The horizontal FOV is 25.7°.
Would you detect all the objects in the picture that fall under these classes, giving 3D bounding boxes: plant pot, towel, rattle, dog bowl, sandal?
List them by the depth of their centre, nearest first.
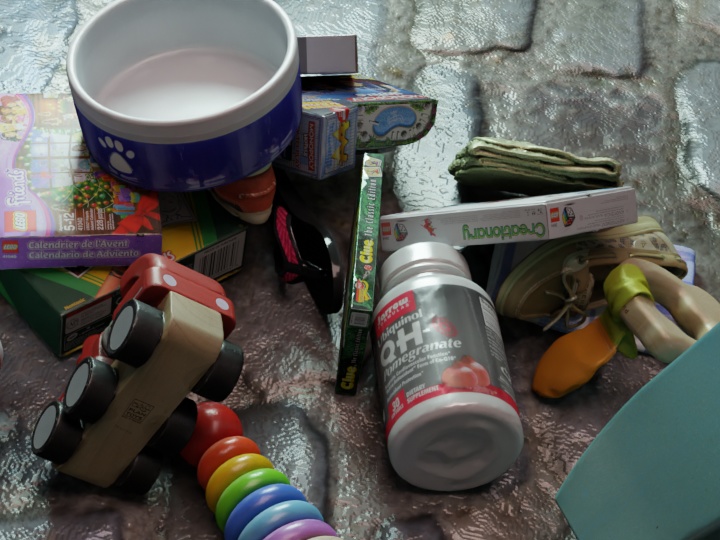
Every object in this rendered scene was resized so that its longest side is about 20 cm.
[{"bbox_3d":[0.262,0.164,1.205,0.200,0.141,0.142,-37,50,10],"label":"plant pot"},{"bbox_3d":[-0.150,-0.162,1.369,0.199,0.079,0.201,-3,45,3],"label":"dog bowl"},{"bbox_3d":[0.272,0.075,1.406,0.130,0.143,0.199,37,18,35],"label":"rattle"},{"bbox_3d":[-0.065,-0.027,1.425,0.045,0.075,0.200,-9,40,-23],"label":"sandal"},{"bbox_3d":[0.162,-0.095,1.481,0.147,0.200,0.037,11,87,-2],"label":"towel"},{"bbox_3d":[0.217,0.007,1.484,0.199,0.024,0.147,15,45,3],"label":"towel"}]

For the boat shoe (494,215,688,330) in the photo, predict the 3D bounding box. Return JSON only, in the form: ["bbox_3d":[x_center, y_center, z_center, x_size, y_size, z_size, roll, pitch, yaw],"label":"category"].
[{"bbox_3d":[0.209,0.005,1.419,0.199,0.074,0.063,-21,55,-28],"label":"boat shoe"}]

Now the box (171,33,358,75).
[{"bbox_3d":[-0.105,-0.209,1.545,0.199,0.041,0.156,-3,8,-2],"label":"box"}]

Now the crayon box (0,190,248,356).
[{"bbox_3d":[-0.231,-0.033,1.400,0.199,0.058,0.172,-27,56,-34],"label":"crayon box"}]

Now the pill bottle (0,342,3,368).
[{"bbox_3d":[-0.351,0.118,1.179,0.113,0.114,0.201,13,43,1],"label":"pill bottle"}]

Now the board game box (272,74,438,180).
[{"bbox_3d":[-0.037,-0.137,1.490,0.199,0.062,0.200,-6,19,-28],"label":"board game box"}]

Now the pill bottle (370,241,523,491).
[{"bbox_3d":[0.066,0.074,1.319,0.110,0.111,0.201,2,45,-11],"label":"pill bottle"}]

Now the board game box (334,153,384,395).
[{"bbox_3d":[0.000,0.000,1.385,0.023,0.105,0.201,10,43,-4],"label":"board game box"}]

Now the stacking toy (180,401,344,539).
[{"bbox_3d":[-0.086,0.175,1.210,0.085,0.086,0.200,-17,46,-27],"label":"stacking toy"}]

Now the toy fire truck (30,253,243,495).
[{"bbox_3d":[-0.166,0.056,1.255,0.128,0.176,0.201,25,31,-27],"label":"toy fire truck"}]

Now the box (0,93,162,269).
[{"bbox_3d":[-0.247,-0.082,1.377,0.136,0.039,0.201,-2,43,-11],"label":"box"}]

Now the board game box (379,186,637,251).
[{"bbox_3d":[0.129,-0.045,1.403,0.126,0.035,0.199,-10,5,-43],"label":"board game box"}]

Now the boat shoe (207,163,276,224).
[{"bbox_3d":[-0.136,-0.112,1.439,0.071,0.063,0.200,-24,40,-22],"label":"boat shoe"}]
